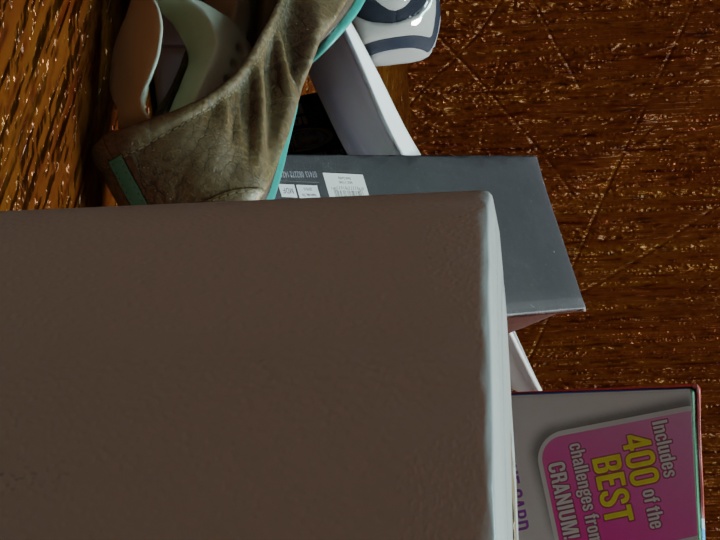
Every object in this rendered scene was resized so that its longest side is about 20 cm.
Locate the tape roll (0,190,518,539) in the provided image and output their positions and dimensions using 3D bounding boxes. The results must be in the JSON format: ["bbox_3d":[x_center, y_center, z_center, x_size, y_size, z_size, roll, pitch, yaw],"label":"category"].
[{"bbox_3d":[-0.035,0.086,0.523,0.203,0.139,0.204,-2,90,-85],"label":"tape roll"}]

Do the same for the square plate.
[{"bbox_3d":[0.016,-0.053,1.231,0.200,0.028,0.198,57,6,-45],"label":"square plate"}]

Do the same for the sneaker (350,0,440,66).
[{"bbox_3d":[-0.005,-0.218,1.339,0.130,0.079,0.200,94,-11,-48],"label":"sneaker"}]

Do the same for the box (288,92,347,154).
[{"bbox_3d":[-0.013,0.021,1.245,0.200,0.044,0.161,-112,-167,-66],"label":"box"}]

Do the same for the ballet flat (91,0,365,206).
[{"bbox_3d":[-0.049,-0.079,0.890,0.072,0.068,0.200,46,38,-19],"label":"ballet flat"}]

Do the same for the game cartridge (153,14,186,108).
[{"bbox_3d":[-0.059,-0.080,1.044,0.133,0.041,0.200,-82,170,-48],"label":"game cartridge"}]

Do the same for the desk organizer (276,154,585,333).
[{"bbox_3d":[0.000,0.000,1.022,0.200,0.077,0.072,-3,73,-54],"label":"desk organizer"}]

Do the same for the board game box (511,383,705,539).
[{"bbox_3d":[0.020,0.120,0.871,0.040,0.199,0.154,71,18,-76],"label":"board game box"}]
